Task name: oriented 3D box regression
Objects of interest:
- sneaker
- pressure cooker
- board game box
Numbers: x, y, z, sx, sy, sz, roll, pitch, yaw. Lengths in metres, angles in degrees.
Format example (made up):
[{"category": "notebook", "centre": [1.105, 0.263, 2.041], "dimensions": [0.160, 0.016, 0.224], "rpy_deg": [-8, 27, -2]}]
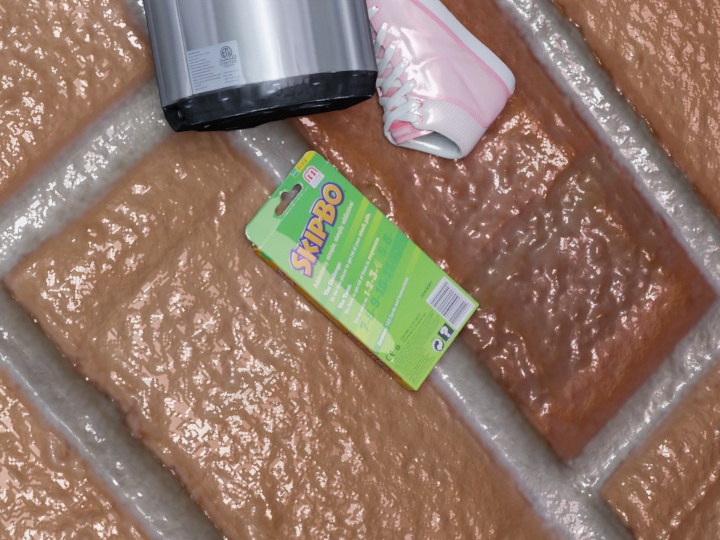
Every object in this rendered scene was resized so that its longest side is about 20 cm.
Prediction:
[{"category": "sneaker", "centre": [0.034, -0.171, 1.170], "dimensions": [0.200, 0.075, 0.105], "rpy_deg": [37, 70, -19]}, {"category": "pressure cooker", "centre": [-0.080, -0.215, 1.075], "dimensions": [0.174, 0.179, 0.202], "rpy_deg": [-11, 93, -15]}, {"category": "board game box", "centre": [0.000, 0.000, 1.175], "dimensions": [0.200, 0.030, 0.096], "rpy_deg": [43, 73, -16]}]
